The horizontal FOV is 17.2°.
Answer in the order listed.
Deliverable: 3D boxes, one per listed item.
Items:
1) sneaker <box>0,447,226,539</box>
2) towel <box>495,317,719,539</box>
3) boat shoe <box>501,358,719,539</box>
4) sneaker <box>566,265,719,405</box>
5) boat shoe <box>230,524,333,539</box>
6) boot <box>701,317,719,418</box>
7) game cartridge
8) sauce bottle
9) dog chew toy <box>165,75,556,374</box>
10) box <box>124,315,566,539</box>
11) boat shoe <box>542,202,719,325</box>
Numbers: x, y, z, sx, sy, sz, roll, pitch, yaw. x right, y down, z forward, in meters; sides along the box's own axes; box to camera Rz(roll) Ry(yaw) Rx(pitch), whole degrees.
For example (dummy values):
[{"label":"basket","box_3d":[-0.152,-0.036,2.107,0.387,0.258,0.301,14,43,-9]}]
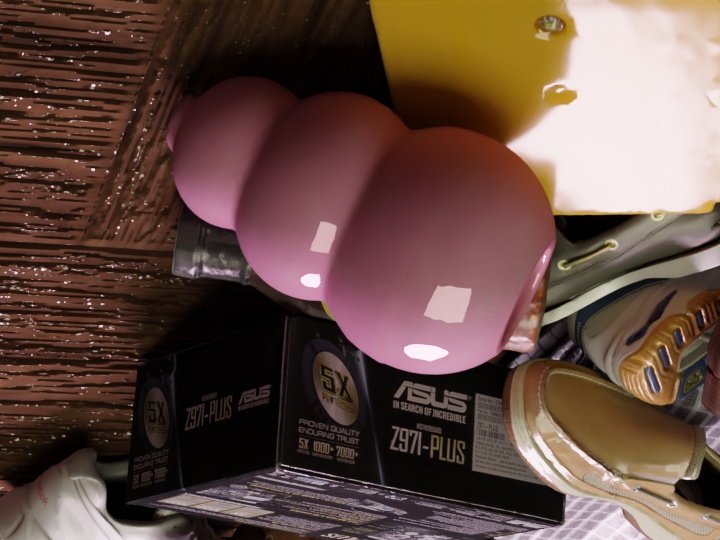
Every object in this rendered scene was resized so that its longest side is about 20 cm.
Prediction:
[{"label":"sneaker","box_3d":[-0.122,0.165,1.473,0.099,0.078,0.200,-41,138,24]},{"label":"towel","box_3d":[0.156,0.108,1.477,0.165,0.086,0.200,12,136,-29]},{"label":"boat shoe","box_3d":[0.161,0.099,1.343,0.076,0.072,0.200,-8,153,40]},{"label":"sneaker","box_3d":[0.204,-0.006,1.354,0.200,0.088,0.075,-30,129,-24]},{"label":"boat shoe","box_3d":[-0.048,0.163,1.467,0.200,0.068,0.072,-15,-175,-35]},{"label":"boot","box_3d":[0.262,-0.030,1.275,0.186,0.064,0.201,-22,127,-43]},{"label":"game cartridge","box_3d":[0.101,-0.100,1.190,0.176,0.033,0.200,0,144,11]},{"label":"sauce bottle","box_3d":[0.000,0.000,1.273,0.199,0.066,0.066,7,141,-1]},{"label":"dog chew toy","box_3d":[-0.005,-0.032,1.189,0.200,0.125,0.125,28,140,10]},{"label":"box","box_3d":[-0.007,0.099,1.363,0.200,0.086,0.164,14,160,-32]},{"label":"boat shoe","box_3d":[0.125,-0.019,1.320,0.201,0.072,0.060,-20,118,24]}]
